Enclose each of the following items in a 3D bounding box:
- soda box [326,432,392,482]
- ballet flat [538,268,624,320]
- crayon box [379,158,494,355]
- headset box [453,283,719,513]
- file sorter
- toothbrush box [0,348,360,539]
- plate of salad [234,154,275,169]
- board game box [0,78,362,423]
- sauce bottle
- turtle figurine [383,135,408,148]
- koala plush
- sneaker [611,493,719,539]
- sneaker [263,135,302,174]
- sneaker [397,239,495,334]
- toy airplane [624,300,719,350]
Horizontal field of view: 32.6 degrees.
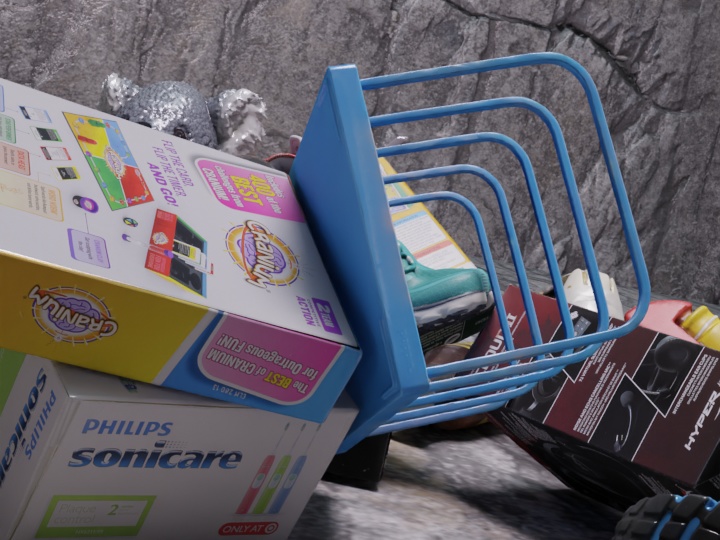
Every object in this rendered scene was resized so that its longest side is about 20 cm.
[{"bbox_3d":[-0.077,0.066,0.726,0.197,0.072,0.063,12,6,-1],"label":"soda box"},{"bbox_3d":[0.159,0.035,0.909,0.068,0.072,0.200,21,0,-5],"label":"ballet flat"},{"bbox_3d":[0.013,-0.010,1.088,0.125,0.052,0.201,-23,56,-22],"label":"crayon box"},{"bbox_3d":[0.160,0.092,0.718,0.199,0.078,0.149,21,-17,51],"label":"headset box"},{"bbox_3d":[0.039,-0.001,0.602,0.121,0.140,0.200,-9,-13,-14],"label":"file sorter"},{"bbox_3d":[-0.115,0.029,0.582,0.144,0.087,0.200,8,30,-40],"label":"toothbrush box"},{"bbox_3d":[-0.128,0.003,0.813,0.048,0.200,0.199,50,20,19],"label":"plate of salad"},{"bbox_3d":[-0.109,-0.017,0.523,0.198,0.041,0.154,17,27,-26],"label":"board game box"},{"bbox_3d":[0.076,0.086,0.923,0.065,0.067,0.200,15,4,23],"label":"sauce bottle"},{"bbox_3d":[-0.058,-0.025,1.207,0.192,0.203,0.144,-2,1,-19],"label":"turtle figurine"},{"bbox_3d":[-0.168,-0.063,1.012,0.175,0.203,0.184,4,-11,13],"label":"koala plush"},{"bbox_3d":[0.201,0.157,0.522,0.198,0.076,0.086,24,3,27],"label":"sneaker"},{"bbox_3d":[-0.059,-0.040,0.957,0.113,0.071,0.199,49,-25,-18],"label":"sneaker"},{"bbox_3d":[0.000,0.000,0.776,0.077,0.081,0.199,-9,12,-43],"label":"sneaker"},{"bbox_3d":[0.353,0.084,1.083,0.199,0.142,0.199,41,-24,-21],"label":"toy airplane"}]
